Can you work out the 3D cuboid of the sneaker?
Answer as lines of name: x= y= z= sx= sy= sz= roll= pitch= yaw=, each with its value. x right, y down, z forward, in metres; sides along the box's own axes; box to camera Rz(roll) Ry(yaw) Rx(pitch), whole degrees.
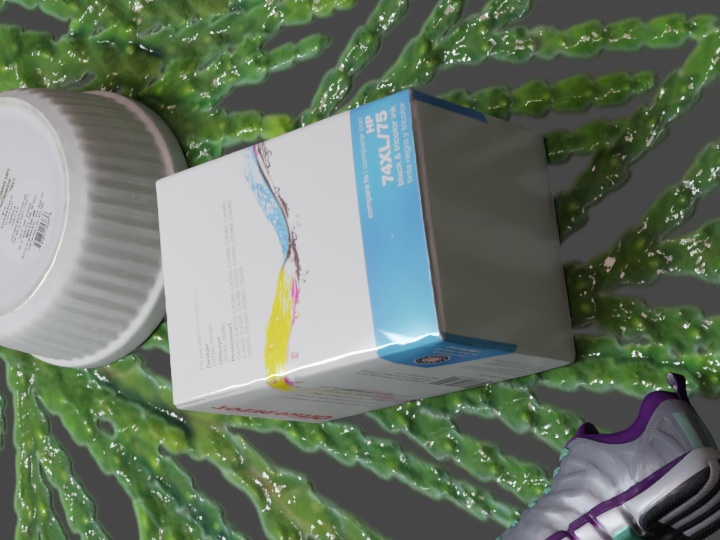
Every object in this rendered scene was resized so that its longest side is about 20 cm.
sneaker: x=0.122 y=0.143 z=1.073 sx=0.199 sy=0.074 sz=0.088 roll=-35 pitch=46 yaw=20

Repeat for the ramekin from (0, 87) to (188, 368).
ramekin: x=-0.224 y=-0.036 z=1.337 sx=0.199 sy=0.105 sz=0.202 roll=-8 pitch=78 yaw=37

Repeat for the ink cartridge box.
ink cartridge box: x=0.000 y=0.000 z=1.130 sx=0.199 sy=0.146 sz=0.147 roll=-16 pitch=73 yaw=34
